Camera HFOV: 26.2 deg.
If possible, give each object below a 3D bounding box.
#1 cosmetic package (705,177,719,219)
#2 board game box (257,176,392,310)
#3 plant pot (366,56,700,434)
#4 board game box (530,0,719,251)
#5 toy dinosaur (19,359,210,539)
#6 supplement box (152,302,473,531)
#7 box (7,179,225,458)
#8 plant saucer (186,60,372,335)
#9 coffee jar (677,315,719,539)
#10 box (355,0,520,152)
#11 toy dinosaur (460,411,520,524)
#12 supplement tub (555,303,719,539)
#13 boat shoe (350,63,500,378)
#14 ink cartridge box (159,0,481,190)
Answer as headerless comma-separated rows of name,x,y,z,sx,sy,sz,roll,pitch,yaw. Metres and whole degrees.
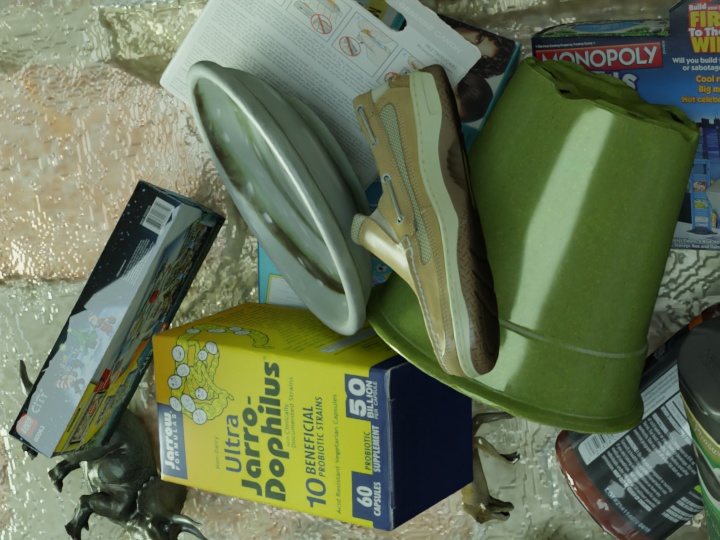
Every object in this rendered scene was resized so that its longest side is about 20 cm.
cosmetic package,0.325,-0.063,0.970,0.199,0.071,0.102,-36,107,-16
board game box,0.000,0.000,1.149,0.150,0.047,0.202,3,103,14
plant pot,0.125,-0.028,0.995,0.199,0.200,0.191,23,109,9
board game box,0.220,-0.117,1.041,0.198,0.062,0.202,4,112,26
toy dinosaur,-0.203,0.151,1.238,0.102,0.077,0.201,-30,82,2
supplement box,-0.033,0.095,1.069,0.199,0.109,0.110,6,104,34
box,-0.174,0.036,1.132,0.037,0.137,0.201,28,91,7
plant saucer,-0.041,-0.055,0.999,0.050,0.200,0.201,-33,92,-13
coffee jar,0.257,0.125,0.970,0.085,0.104,0.201,-20,122,-3
box,0.006,-0.149,1.092,0.199,0.049,0.083,21,63,10
toy dinosaur,0.045,0.101,1.105,0.200,0.058,0.101,44,110,2
supplement tub,0.238,0.096,1.074,0.200,0.107,0.107,-43,89,18
boat shoe,0.032,-0.024,0.913,0.076,0.072,0.201,-13,58,9
ink cartridge box,-0.025,-0.142,1.015,0.161,0.050,0.200,37,137,-6
